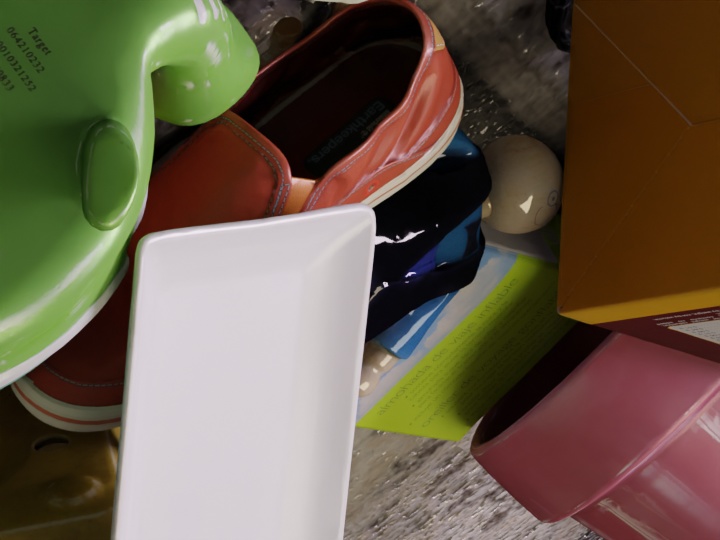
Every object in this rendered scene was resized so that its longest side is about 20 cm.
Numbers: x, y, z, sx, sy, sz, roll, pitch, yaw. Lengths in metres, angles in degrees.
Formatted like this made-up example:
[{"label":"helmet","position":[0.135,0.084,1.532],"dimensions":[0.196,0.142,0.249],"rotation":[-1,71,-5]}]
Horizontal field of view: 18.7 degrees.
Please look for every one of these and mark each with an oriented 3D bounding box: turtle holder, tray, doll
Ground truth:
[{"label":"turtle holder","position":[-0.128,-0.038,0.674],"dimensions":[0.186,0.140,0.132],"rotation":[-61,177,-22]},{"label":"tray","position":[-0.046,0.078,0.714],"dimensions":[0.107,0.022,0.202],"rotation":[-9,111,-46]},{"label":"doll","position":[0.000,0.000,0.837],"dimensions":[0.199,0.048,0.137],"rotation":[-31,138,-30]}]

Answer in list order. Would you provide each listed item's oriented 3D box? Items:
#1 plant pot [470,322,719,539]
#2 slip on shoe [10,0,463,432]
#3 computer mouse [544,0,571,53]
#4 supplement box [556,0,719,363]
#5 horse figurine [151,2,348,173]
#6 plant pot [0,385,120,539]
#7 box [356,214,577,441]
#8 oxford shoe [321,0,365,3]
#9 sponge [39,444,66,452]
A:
[{"label":"plant pot","position":[0.181,0.076,1.051],"dimensions":[0.200,0.179,0.200],"rotation":[-46,-178,2]},{"label":"slip on shoe","position":[-0.043,-0.024,0.743],"dimensions":[0.200,0.074,0.061],"rotation":[-41,152,-19]},{"label":"computer mouse","position":[0.128,-0.092,0.960],"dimensions":[0.058,0.034,0.200],"rotation":[-39,152,11]},{"label":"supplement box","position":[0.217,-0.037,0.858],"dimensions":[0.199,0.134,0.196],"rotation":[16,162,-40]},{"label":"horse figurine","position":[-0.059,-0.037,0.821],"dimensions":[0.199,0.050,0.133],"rotation":[-29,148,-20]},{"label":"plant pot","position":[-0.137,0.157,0.828],"dimensions":[0.194,0.194,0.202],"rotation":[-9,114,-9]},{"label":"box","position":[0.021,0.018,1.001],"dimensions":[0.122,0.048,0.199],"rotation":[-46,150,20]},{"label":"oxford shoe","position":[-0.001,-0.121,0.736],"dimensions":[0.199,0.076,0.058],"rotation":[-10,169,-38]},{"label":"sponge","position":[-0.115,0.082,0.912],"dimensions":[0.199,0.030,0.112],"rotation":[-35,130,11]}]
